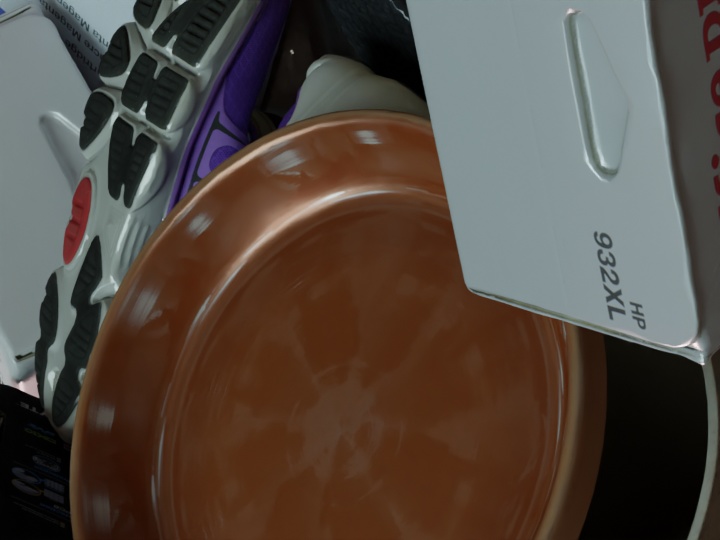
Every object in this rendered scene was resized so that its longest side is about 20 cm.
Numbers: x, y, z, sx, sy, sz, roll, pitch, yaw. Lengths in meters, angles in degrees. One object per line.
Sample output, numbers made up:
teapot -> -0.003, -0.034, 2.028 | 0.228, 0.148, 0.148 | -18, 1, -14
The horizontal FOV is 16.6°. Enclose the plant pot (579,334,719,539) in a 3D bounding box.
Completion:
plant pot -> 0.083, 0.099, 0.839 | 0.187, 0.188, 0.200 | 18, 170, 42

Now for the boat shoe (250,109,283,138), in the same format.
boat shoe -> -0.027, 0.023, 1.027 | 0.072, 0.072, 0.201 | 40, 137, 55

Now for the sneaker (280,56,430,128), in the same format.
sneaker -> 0.000, 0.000, 0.914 | 0.081, 0.083, 0.200 | 34, 165, 33

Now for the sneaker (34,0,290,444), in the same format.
sneaker -> -0.063, -0.026, 0.934 | 0.081, 0.083, 0.201 | 41, 117, 56

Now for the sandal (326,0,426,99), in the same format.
sandal -> 0.063, -0.056, 0.870 | 0.200, 0.045, 0.075 | 42, 167, 4

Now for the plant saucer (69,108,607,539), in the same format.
plant saucer -> -0.008, 0.050, 0.766 | 0.200, 0.032, 0.201 | -14, 67, 34

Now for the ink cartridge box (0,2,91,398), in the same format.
ink cartridge box -> -0.142, 0.003, 1.072 | 0.146, 0.084, 0.200 | 58, 163, 19

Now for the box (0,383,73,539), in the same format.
box -> -0.057, 0.129, 0.902 | 0.200, 0.050, 0.199 | 26, -167, -13

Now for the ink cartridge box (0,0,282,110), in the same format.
ink cartridge box -> -0.117, -0.131, 1.030 | 0.196, 0.043, 0.200 | 43, 143, 17

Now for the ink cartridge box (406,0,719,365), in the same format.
ink cartridge box -> 0.106, -0.093, 0.644 | 0.084, 0.200, 0.146 | 15, 129, 42
